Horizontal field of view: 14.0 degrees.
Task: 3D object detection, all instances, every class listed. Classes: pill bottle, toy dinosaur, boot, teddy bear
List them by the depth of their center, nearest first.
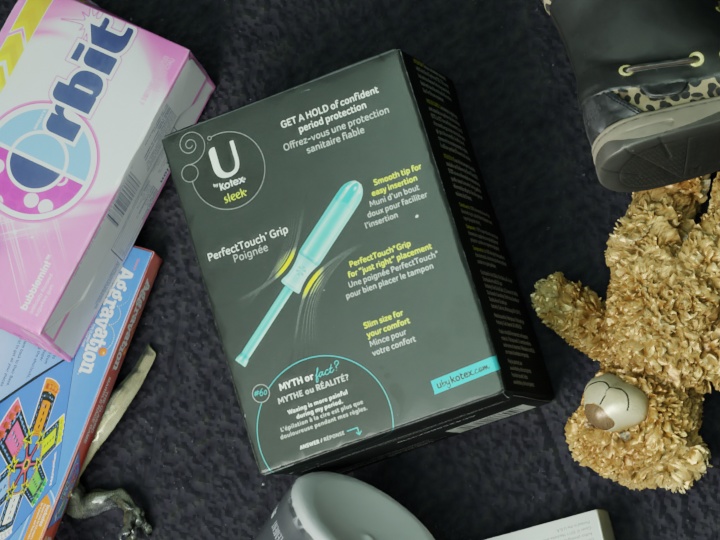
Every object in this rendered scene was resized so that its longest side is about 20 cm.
[{"bbox_3d":[0.199,-0.133,1.621,0.199,0.073,0.151,-17,61,-10],"label":"boot"},{"bbox_3d":[0.169,0.021,1.628,0.145,0.067,0.200,36,95,18],"label":"teddy bear"},{"bbox_3d":[-0.043,0.219,1.641,0.106,0.106,0.200,40,112,15],"label":"pill bottle"},{"bbox_3d":[-0.178,0.139,1.730,0.200,0.047,0.088,-41,70,6],"label":"toy dinosaur"}]

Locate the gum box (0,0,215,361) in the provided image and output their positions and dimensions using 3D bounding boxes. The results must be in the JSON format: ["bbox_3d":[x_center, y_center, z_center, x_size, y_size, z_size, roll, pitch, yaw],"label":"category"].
[{"bbox_3d":[-0.180,-0.064,1.716,0.113,0.066,0.200,24,80,17],"label":"gum box"}]

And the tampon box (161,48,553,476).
[{"bbox_3d":[0.000,0.000,1.646,0.149,0.126,0.201,-19,80,13],"label":"tampon box"}]

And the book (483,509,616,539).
[{"bbox_3d":[0.098,0.248,1.642,0.133,0.048,0.201,-16,80,15],"label":"book"}]

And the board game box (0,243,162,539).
[{"bbox_3d":[-0.199,0.069,1.728,0.103,0.019,0.201,16,77,21],"label":"board game box"}]
